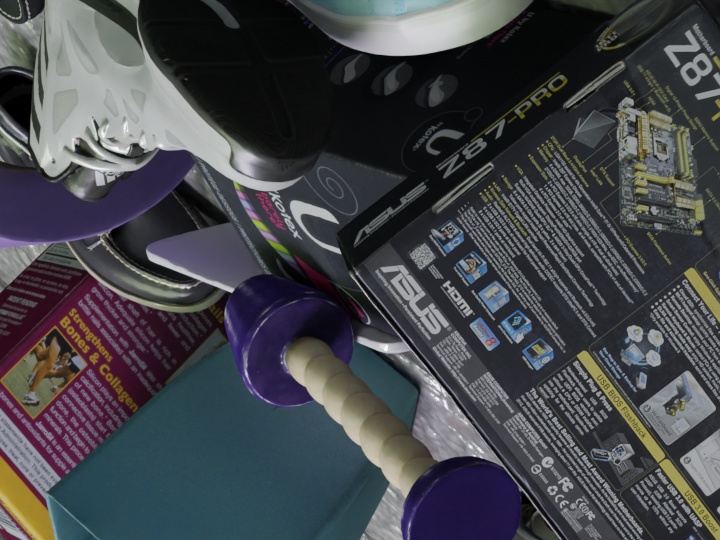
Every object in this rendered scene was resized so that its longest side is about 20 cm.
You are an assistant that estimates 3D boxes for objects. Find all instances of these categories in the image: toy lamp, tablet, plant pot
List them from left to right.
[{"bbox_3d":[-0.063,0.129,1.337,0.141,0.200,0.142,39,158,14],"label":"plant pot"},{"bbox_3d":[-0.004,0.056,0.946,0.200,0.058,0.058,40,165,55],"label":"toy lamp"},{"bbox_3d":[0.000,0.000,1.099,0.199,0.129,0.014,19,115,49],"label":"tablet"}]

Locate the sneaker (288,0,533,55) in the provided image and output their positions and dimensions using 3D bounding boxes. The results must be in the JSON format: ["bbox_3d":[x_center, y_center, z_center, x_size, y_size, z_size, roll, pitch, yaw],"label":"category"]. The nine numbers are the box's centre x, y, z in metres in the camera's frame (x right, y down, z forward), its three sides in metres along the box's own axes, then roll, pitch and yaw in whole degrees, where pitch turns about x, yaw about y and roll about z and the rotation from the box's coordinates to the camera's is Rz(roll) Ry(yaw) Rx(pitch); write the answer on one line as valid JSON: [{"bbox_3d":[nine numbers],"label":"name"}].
[{"bbox_3d":[-0.014,-0.146,0.896,0.199,0.074,0.082,24,157,42],"label":"sneaker"}]

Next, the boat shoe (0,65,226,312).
[{"bbox_3d":[-0.158,-0.051,1.357,0.200,0.073,0.063,42,163,21],"label":"boat shoe"}]

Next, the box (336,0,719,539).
[{"bbox_3d":[0.111,0.018,0.849,0.200,0.161,0.049,51,-174,-20],"label":"box"}]

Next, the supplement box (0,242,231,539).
[{"bbox_3d":[-0.177,0.066,1.428,0.131,0.200,0.103,54,159,-24],"label":"supplement box"}]

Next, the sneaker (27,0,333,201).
[{"bbox_3d":[-0.079,-0.065,0.936,0.201,0.075,0.116,51,134,43],"label":"sneaker"}]

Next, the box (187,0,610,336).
[{"bbox_3d":[0.029,-0.044,0.967,0.199,0.106,0.123,19,148,48],"label":"box"}]

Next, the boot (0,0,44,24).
[{"bbox_3d":[-0.244,-0.172,1.166,0.073,0.154,0.204,31,156,31],"label":"boot"}]

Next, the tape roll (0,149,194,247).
[{"bbox_3d":[-0.165,-0.112,1.069,0.200,0.200,0.085,50,158,-16],"label":"tape roll"}]

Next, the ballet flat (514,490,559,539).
[{"bbox_3d":[0.154,0.143,1.118,0.199,0.068,0.069,2,107,29],"label":"ballet flat"}]
